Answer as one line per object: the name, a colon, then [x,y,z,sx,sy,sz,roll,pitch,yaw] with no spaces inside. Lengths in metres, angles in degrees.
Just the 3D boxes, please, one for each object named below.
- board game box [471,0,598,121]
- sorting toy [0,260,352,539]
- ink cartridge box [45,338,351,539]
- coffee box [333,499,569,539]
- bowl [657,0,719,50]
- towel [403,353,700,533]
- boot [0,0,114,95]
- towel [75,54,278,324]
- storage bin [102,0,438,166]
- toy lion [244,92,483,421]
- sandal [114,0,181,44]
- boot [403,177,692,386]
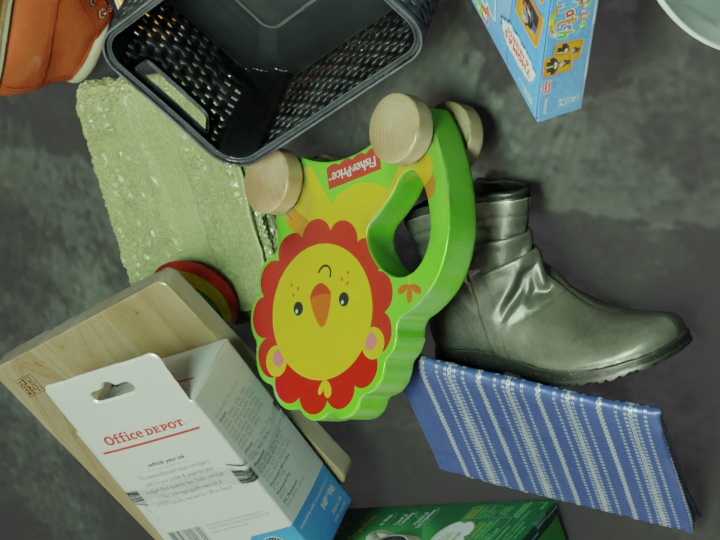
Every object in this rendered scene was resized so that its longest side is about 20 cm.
board game box: [0.095,-0.208,1.387,0.200,0.036,0.152,94,156,-56]
sorting toy: [-0.128,0.090,1.717,0.199,0.070,0.200,-26,113,40]
ink cartridge box: [-0.112,0.121,1.639,0.116,0.068,0.200,-17,120,36]
coffee box: [0.035,0.209,1.658,0.199,0.123,0.044,-7,110,34]
bowl: [0.216,-0.228,1.321,0.090,0.200,0.202,-140,42,-59]
towel: [0.123,0.110,1.575,0.199,0.024,0.145,12,149,28]
boot: [-0.217,-0.208,1.653,0.075,0.107,0.200,61,142,37]
towel: [-0.124,-0.052,1.699,0.148,0.036,0.201,-7,108,37]
storage bin: [-0.054,-0.174,1.530,0.135,0.094,0.200,41,133,-21]
toy lion: [0.000,0.000,1.564,0.200,0.069,0.192,-20,71,43]
sandal: [-0.144,-0.247,1.608,0.079,0.059,0.207,27,124,21]
boot: [0.114,0.005,1.546,0.199,0.068,0.131,-2,107,37]
